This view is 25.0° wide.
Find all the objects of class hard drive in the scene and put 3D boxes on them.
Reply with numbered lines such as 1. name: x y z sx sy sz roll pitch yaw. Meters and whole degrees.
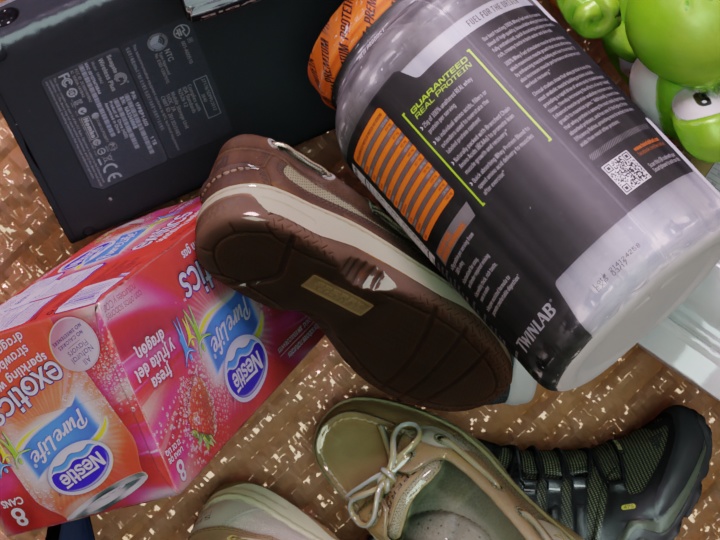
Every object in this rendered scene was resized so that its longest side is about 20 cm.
1. hard drive: -0.083 -0.106 0.827 0.198 0.033 0.140 -24 136 -4

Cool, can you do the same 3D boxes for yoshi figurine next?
1. yoshi figurine: 0.149 -0.136 0.796 0.111 0.201 0.113 26 115 -30

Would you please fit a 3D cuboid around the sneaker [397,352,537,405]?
1. sneaker: 0.041 -0.023 0.872 0.110 0.073 0.203 -2 101 -8

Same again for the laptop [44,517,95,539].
1. laptop: -0.085 0.195 0.840 0.198 0.177 0.104 24 96 -10

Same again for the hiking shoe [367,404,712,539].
1. hiking shoe: 0.103 0.128 0.905 0.199 0.076 0.101 -37 105 1

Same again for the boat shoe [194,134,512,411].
1. boat shoe: 0.005 -0.003 0.807 0.074 0.075 0.202 -30 132 29

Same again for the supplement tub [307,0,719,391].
1. supplement tub: 0.072 -0.053 0.774 0.122 0.123 0.200 -40 74 1

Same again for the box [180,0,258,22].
1. box: -0.039 -0.235 0.746 0.157 0.046 0.202 -19 95 -4

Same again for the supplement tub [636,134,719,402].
1. supplement tub: 0.220 -0.032 0.859 0.144 0.144 0.201 33 94 -12

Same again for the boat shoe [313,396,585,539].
1. boat shoe: 0.049 0.131 0.853 0.200 0.063 0.074 38 98 25

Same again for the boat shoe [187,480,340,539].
1. boat shoe: -0.009 0.190 0.879 0.198 0.066 0.075 25 119 8

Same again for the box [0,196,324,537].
1. box: -0.105 0.036 0.789 0.099 0.200 0.096 -16 103 23
